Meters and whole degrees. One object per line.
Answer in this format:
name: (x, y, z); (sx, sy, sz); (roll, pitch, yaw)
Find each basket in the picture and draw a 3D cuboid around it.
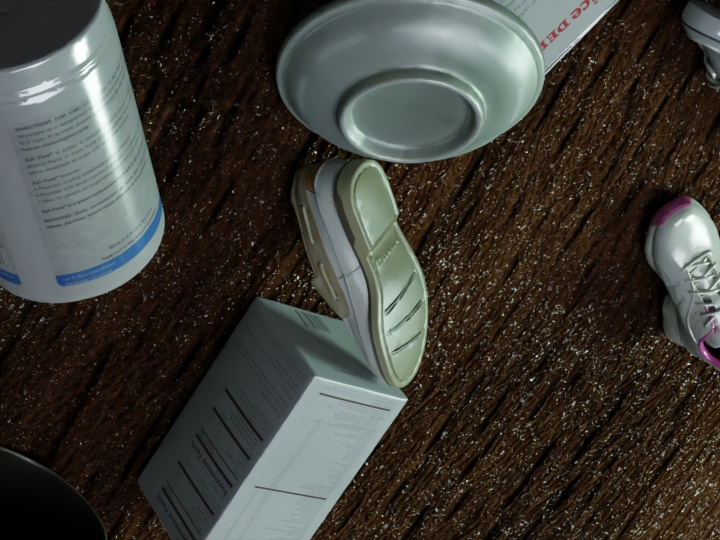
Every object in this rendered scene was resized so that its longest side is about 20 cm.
basket: (-0.324, 0.250, 1.369); (0.180, 0.136, 0.200); (22, 114, -39)

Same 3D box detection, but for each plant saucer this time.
plant saucer: (0.037, -0.127, 1.284); (0.199, 0.050, 0.200); (0, 150, 0)

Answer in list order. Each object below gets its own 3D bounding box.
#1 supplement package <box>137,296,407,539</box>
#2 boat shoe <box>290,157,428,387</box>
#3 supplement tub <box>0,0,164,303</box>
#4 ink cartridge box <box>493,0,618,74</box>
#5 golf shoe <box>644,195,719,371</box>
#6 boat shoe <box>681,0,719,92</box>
supplement package: (-0.076, 0.142, 1.457); (0.113, 0.110, 0.200); (18, 113, -43)
boat shoe: (0.000, 0.000, 1.398); (0.075, 0.068, 0.201); (-42, 128, -45)
supplement tub: (-0.210, -0.089, 1.161); (0.131, 0.132, 0.201); (-23, 135, -16)
ink cartridge box: (0.099, -0.243, 1.277); (0.144, 0.085, 0.200); (-44, 136, 5)
golf shoe: (0.321, 0.015, 1.638); (0.075, 0.092, 0.200); (-31, 135, -6)
boat shoe: (0.330, -0.173, 1.507); (0.200, 0.072, 0.066); (16, 111, -50)
